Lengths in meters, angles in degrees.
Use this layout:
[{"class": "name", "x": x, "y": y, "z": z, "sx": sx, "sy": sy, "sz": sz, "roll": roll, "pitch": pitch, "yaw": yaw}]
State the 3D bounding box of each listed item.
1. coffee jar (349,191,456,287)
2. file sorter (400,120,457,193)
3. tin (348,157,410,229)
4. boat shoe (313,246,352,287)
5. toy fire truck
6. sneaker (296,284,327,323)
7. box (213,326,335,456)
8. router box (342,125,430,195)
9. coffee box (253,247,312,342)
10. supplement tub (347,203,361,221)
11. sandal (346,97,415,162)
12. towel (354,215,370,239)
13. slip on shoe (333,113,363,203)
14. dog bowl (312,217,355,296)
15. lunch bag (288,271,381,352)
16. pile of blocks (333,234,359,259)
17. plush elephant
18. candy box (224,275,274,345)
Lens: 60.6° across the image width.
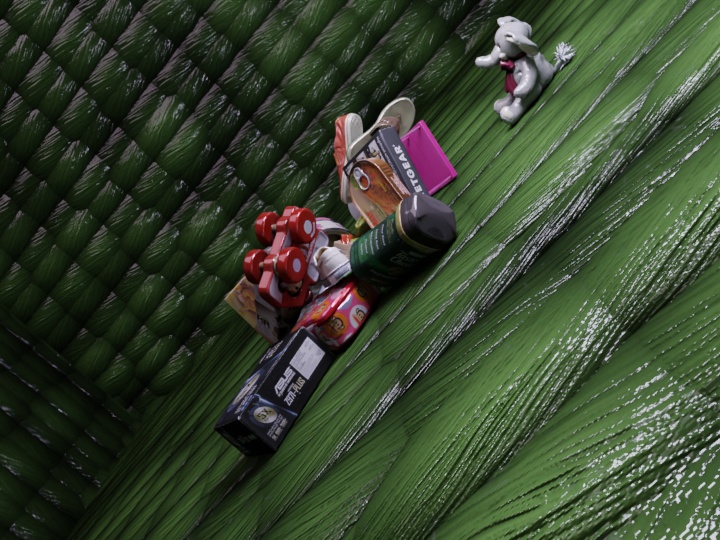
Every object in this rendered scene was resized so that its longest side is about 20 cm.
[{"class": "coffee jar", "x": 0.071, "y": -0.050, "z": 1.057, "sx": 0.199, "sy": 0.102, "sz": 0.088, "roll": -38, "pitch": 44, "yaw": 47}, {"class": "file sorter", "x": 0.086, "y": -0.202, "z": 1.364, "sx": 0.125, "sy": 0.141, "sz": 0.199, "roll": -36, "pitch": 2, "yaw": -34}, {"class": "tin", "x": 0.049, "y": -0.130, "z": 1.210, "sx": 0.041, "sy": 0.202, "sz": 0.112, "roll": -20, "pitch": -21, "yaw": -45}, {"class": "boat shoe", "x": -0.057, "y": -0.014, "z": 1.186, "sx": 0.070, "sy": 0.071, "sz": 0.200, "roll": -34, "pitch": 2, "yaw": -4}, {"class": "toy fire truck", "x": -0.130, "y": -0.018, "z": 1.209, "sx": 0.109, "sy": 0.168, "sz": 0.205, "roll": -3, "pitch": 60, "yaw": 32}, {"class": "sneaker", "x": -0.091, "y": 0.078, "z": 1.332, "sx": 0.069, "sy": 0.074, "sz": 0.202, "roll": -5, "pitch": 38, "yaw": 35}, {"class": "box", "x": -0.156, "y": 0.219, "z": 1.107, "sx": 0.202, "sy": 0.086, "sz": 0.163, "roll": -55, "pitch": 12, "yaw": -31}, {"class": "router box", "x": 0.058, "y": -0.163, "z": 1.254, "sx": 0.050, "sy": 0.204, "sz": 0.148, "roll": -23, "pitch": -7, "yaw": -39}, {"class": "coffee box", "x": -0.168, "y": 0.044, "z": 1.342, "sx": 0.112, "sy": 0.079, "sz": 0.204, "roll": -35, "pitch": -39, "yaw": -37}, {"class": "supplement tub", "x": 0.041, "y": -0.215, "z": 1.657, "sx": 0.145, "sy": 0.145, "sz": 0.201, "roll": -43, "pitch": 11, "yaw": 25}, {"class": "sandal", "x": 0.053, "y": -0.303, "z": 1.386, "sx": 0.201, "sy": 0.080, "sz": 0.057, "roll": -46, "pitch": 22, "yaw": -5}, {"class": "towel", "x": 0.006, "y": -0.069, "z": 1.396, "sx": 0.086, "sy": 0.018, "sz": 0.202, "roll": -48, "pitch": -17, "yaw": -29}, {"class": "slip on shoe", "x": -0.031, "y": -0.260, "z": 1.435, "sx": 0.060, "sy": 0.207, "sz": 0.073, "roll": 10, "pitch": 17, "yaw": 37}, {"class": "dog bowl", "x": -0.100, "y": -0.036, "z": 1.460, "sx": 0.200, "sy": 0.199, "sz": 0.074, "roll": -46, "pitch": 49, "yaw": 11}, {"class": "lunch bag", "x": -0.045, "y": 0.078, "z": 1.180, "sx": 0.177, "sy": 0.082, "sz": 0.199, "roll": -51, "pitch": 11, "yaw": -35}, {"class": "pile of blocks", "x": 0.012, "y": -0.041, "z": 1.263, "sx": 0.080, "sy": 0.064, "sz": 0.199, "roll": -7, "pitch": 19, "yaw": -27}, {"class": "plush elephant", "x": 0.308, "y": -0.419, "z": 1.234, "sx": 0.200, "sy": 0.154, "sz": 0.166, "roll": -44, "pitch": 11, "yaw": 26}, {"class": "candy box", "x": -0.220, "y": 0.095, "z": 1.493, "sx": 0.115, "sy": 0.200, "sz": 0.056, "roll": -40, "pitch": 10, "yaw": 30}]
